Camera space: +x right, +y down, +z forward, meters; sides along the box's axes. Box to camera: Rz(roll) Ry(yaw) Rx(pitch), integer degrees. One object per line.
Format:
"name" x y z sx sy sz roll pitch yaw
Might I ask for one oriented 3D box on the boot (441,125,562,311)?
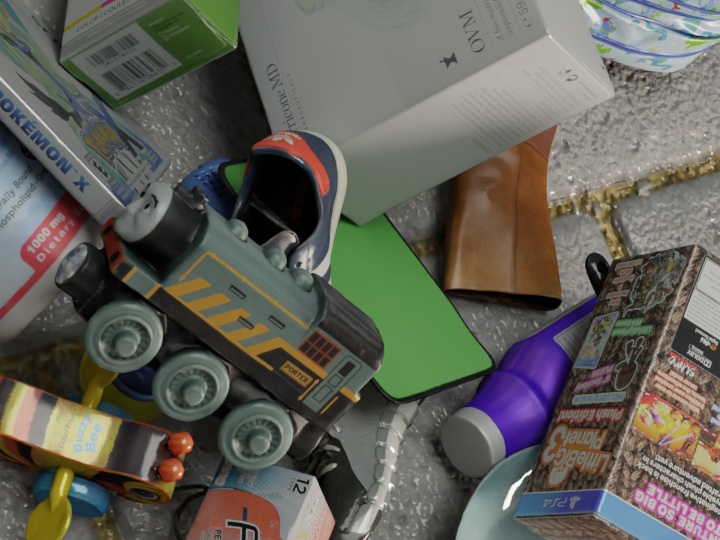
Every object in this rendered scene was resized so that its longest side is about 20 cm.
"boot" 0.062 -0.077 1.698 0.188 0.068 0.200 16 68 -36

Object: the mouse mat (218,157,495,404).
"mouse mat" 0.000 0.000 1.580 0.200 0.008 0.161 54 27 13

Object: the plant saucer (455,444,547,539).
"plant saucer" 0.134 0.218 1.600 0.201 0.039 0.201 10 71 -30

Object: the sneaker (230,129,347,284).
"sneaker" -0.054 0.011 1.470 0.084 0.075 0.200 4 86 -71

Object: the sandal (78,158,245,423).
"sandal" -0.105 0.006 1.516 0.079 0.087 0.200 31 53 -16

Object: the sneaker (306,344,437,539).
"sneaker" -0.030 0.099 1.539 0.115 0.075 0.200 34 44 -11

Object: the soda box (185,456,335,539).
"soda box" -0.083 0.212 1.412 0.063 0.068 0.200 13 63 20

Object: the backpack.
"backpack" 0.204 -0.233 1.814 0.200 0.154 0.163 33 46 -33

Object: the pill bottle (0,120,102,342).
"pill bottle" -0.256 -0.058 1.427 0.200 0.109 0.109 41 52 -12

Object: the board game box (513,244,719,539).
"board game box" 0.220 0.110 1.588 0.159 0.097 0.200 32 70 -22

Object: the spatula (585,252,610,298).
"spatula" 0.199 0.079 1.649 0.056 0.021 0.200 -27 99 -37

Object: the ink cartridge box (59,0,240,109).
"ink cartridge box" -0.131 -0.211 1.557 0.059 0.104 0.200 41 37 -37

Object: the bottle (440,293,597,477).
"bottle" 0.138 0.081 1.656 0.200 0.065 0.084 -30 94 -39

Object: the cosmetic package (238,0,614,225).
"cosmetic package" 0.030 -0.171 1.579 0.123 0.200 0.200 31 36 -58

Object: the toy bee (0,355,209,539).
"toy bee" -0.148 0.102 1.421 0.200 0.109 0.131 3 76 -27

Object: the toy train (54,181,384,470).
"toy train" -0.081 0.031 1.394 0.200 0.114 0.085 39 12 -26

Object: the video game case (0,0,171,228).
"video game case" -0.196 -0.112 1.471 0.182 0.022 0.200 47 10 -7
